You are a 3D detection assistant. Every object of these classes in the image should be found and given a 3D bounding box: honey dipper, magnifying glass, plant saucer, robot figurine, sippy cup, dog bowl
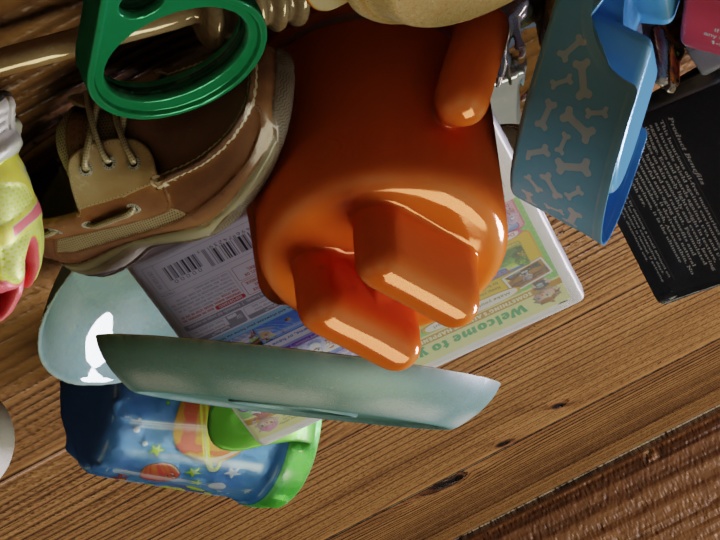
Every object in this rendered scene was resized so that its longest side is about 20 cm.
[{"bbox_3d":[-0.118,-0.099,1.043,0.199,0.038,0.038,-16,164,-20],"label":"honey dipper"},{"bbox_3d":[-0.091,-0.115,0.975,0.079,0.022,0.200,-25,157,3],"label":"magnifying glass"},{"bbox_3d":[-0.032,0.056,1.207,0.199,0.028,0.200,7,174,1],"label":"plant saucer"},{"bbox_3d":[0.008,-0.054,1.133,0.116,0.201,0.144,-1,139,-6],"label":"robot figurine"},{"bbox_3d":[-0.094,-0.016,1.329,0.200,0.039,0.201,-30,158,-13],"label":"plant saucer"},{"bbox_3d":[-0.108,0.076,1.499,0.130,0.140,0.178,3,149,-27],"label":"sippy cup"},{"bbox_3d":[0.117,-0.114,1.126,0.049,0.201,0.111,17,177,11],"label":"dog bowl"}]

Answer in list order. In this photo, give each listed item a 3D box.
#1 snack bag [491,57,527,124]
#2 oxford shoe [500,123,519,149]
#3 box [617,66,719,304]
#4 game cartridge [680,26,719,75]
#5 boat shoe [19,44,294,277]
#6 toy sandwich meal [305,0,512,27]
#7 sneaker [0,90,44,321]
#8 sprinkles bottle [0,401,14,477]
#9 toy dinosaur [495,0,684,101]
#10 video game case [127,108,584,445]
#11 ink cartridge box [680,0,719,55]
[{"bbox_3d":[0.014,-0.051,1.474,0.199,0.021,0.189,-25,166,-2],"label":"snack bag"},{"bbox_3d":[0.013,-0.014,1.343,0.200,0.071,0.074,-39,155,8],"label":"oxford shoe"},{"bbox_3d":[0.271,-0.089,1.455,0.199,0.124,0.198,-30,-176,-26],"label":"box"},{"bbox_3d":[0.269,-0.172,1.378,0.199,0.041,0.133,-29,-172,9],"label":"game cartridge"},{"bbox_3d":[-0.104,-0.050,1.127,0.072,0.076,0.200,18,148,-33],"label":"boat shoe"},{"bbox_3d":[0.052,-0.175,1.002,0.205,0.070,0.205,-33,162,-12],"label":"toy sandwich meal"},{"bbox_3d":[-0.172,-0.020,1.049,0.078,0.091,0.200,-16,-178,-7],"label":"sneaker"},{"bbox_3d":[-0.263,0.089,1.399,0.068,0.069,0.200,-28,166,9],"label":"sprinkles bottle"},{"bbox_3d":[0.130,-0.125,1.289,0.181,0.105,0.200,-41,168,-45],"label":"toy dinosaur"},{"bbox_3d":[0.000,0.000,1.292,0.199,0.022,0.182,-25,139,6],"label":"video game case"},{"bbox_3d":[0.220,-0.165,1.060,0.200,0.144,0.084,84,26,-62],"label":"ink cartridge box"}]
